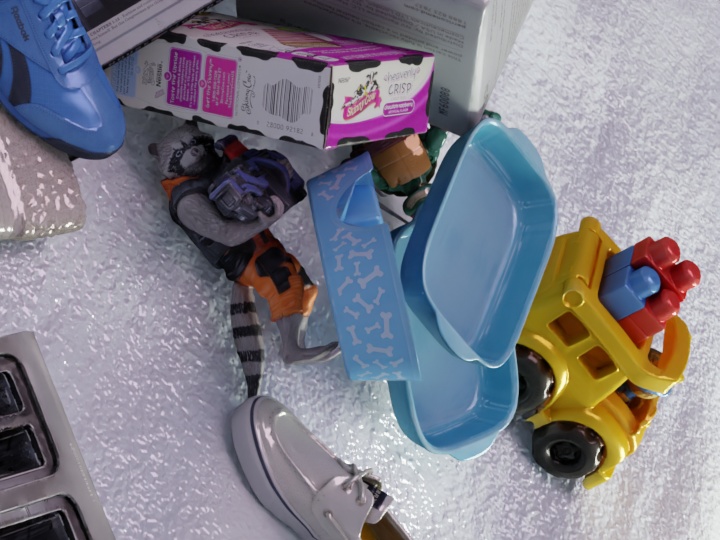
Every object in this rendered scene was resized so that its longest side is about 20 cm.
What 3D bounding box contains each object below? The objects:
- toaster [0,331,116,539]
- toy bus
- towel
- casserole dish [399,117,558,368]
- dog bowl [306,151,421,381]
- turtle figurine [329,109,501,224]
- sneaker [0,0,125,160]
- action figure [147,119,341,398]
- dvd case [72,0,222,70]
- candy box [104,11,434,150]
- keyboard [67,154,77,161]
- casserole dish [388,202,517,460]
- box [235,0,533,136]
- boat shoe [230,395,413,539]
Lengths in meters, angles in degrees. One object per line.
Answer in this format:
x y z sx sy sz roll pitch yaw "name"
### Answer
-0.228 0.138 1.055 0.200 0.118 0.181 -12 76 -56 "toaster"
0.202 0.056 1.632 0.200 0.192 0.136 49 34 -22 "toy bus"
-0.252 -0.110 1.259 0.132 0.034 0.201 -11 76 -47 "towel"
0.084 -0.019 1.471 0.121 0.039 0.200 49 49 -32 "casserole dish"
0.000 0.000 1.365 0.200 0.049 0.112 -102 179 -57 "dog bowl"
0.025 -0.103 1.592 0.150 0.101 0.200 -34 95 -16 "turtle figurine"
-0.206 -0.159 1.251 0.200 0.078 0.066 53 38 -11 "sneaker"
-0.086 -0.016 1.377 0.194 0.104 0.200 59 12 4 "action figure"
-0.184 -0.244 1.344 0.200 0.150 0.025 58 -9 1 "dvd case"
-0.067 -0.136 1.397 0.136 0.199 0.061 -15 115 -57 "candy box"
-0.231 -0.165 1.353 0.127 0.021 0.201 -5 72 -48 "keyboard"
0.061 0.044 1.519 0.121 0.039 0.201 -17 103 -43 "casserole dish"
0.028 -0.240 1.466 0.198 0.200 0.172 22 67 8 "box"
-0.009 0.162 1.378 0.200 0.070 0.071 56 34 -11 "boat shoe"
